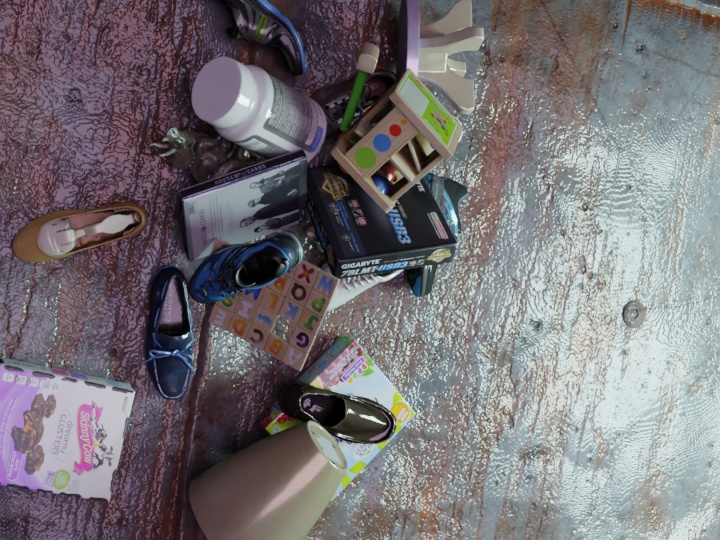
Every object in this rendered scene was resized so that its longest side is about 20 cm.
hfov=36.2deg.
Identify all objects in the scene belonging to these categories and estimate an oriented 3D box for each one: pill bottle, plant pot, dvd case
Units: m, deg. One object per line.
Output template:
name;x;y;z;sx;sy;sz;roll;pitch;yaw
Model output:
pill bottle;-0.148;-0.232;1.612;0.199;0.113;0.115;23;85;-54
plant pot;-0.120;0.323;1.639;0.199;0.188;0.188;-40;108;9
dvd case;-0.173;-0.096;1.651;0.198;0.151;0.025;-20;58;-17

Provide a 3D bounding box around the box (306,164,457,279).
box;0.025;-0.085;1.703;0.196;0.202;0.050;-8;141;-18

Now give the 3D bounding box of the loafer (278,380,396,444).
loafer;-0.029;0.226;1.688;0.198;0.071;0.074;17;87;-20

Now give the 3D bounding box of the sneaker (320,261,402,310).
sneaker;0.000;0.000;1.753;0.199;0.071;0.074;-34;105;-15

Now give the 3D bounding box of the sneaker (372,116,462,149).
sneaker;0.060;-0.205;1.760;0.197;0.085;0.074;-9;101;-9

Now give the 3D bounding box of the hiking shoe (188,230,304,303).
hiking shoe;-0.180;-0.001;1.609;0.198;0.087;0.075;-25;100;23

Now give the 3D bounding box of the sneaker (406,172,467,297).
sneaker;0.128;-0.053;1.797;0.081;0.073;0.203;10;92;-22

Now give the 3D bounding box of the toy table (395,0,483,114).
toy table;0.119;-0.336;1.728;0.115;0.184;0.203;2;90;-6

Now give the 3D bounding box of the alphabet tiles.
alphabet tiles;-0.147;0.038;1.664;0.198;0.008;0.169;27;114;7

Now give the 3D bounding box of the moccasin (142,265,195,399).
moccasin;-0.290;0.097;1.652;0.079;0.068;0.203;-7;97;-20

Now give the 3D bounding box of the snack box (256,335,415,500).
snack box;-0.038;0.235;1.759;0.200;0.068;0.169;-43;107;-12

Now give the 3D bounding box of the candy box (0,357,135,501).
candy box;-0.446;0.232;1.602;0.197;0.071;0.170;14;89;-21

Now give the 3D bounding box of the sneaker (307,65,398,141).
sneaker;-0.025;-0.262;1.717;0.199;0.082;0.078;-36;106;-12

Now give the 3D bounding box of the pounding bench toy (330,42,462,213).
pounding bench toy;0.024;-0.215;1.630;0.156;0.125;0.200;-39;102;26

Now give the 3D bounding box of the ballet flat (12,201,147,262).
ballet flat;-0.406;-0.061;1.599;0.198;0.063;0.070;-19;100;-18

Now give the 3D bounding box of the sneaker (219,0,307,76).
sneaker;-0.158;-0.370;1.670;0.083;0.071;0.200;-46;103;-6

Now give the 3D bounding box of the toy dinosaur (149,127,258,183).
toy dinosaur;-0.221;-0.163;1.665;0.102;0.077;0.200;-48;121;-4

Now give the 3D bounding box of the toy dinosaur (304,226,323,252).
toy dinosaur;0.010;-0.053;1.730;0.197;0.089;0.048;5;130;-4
